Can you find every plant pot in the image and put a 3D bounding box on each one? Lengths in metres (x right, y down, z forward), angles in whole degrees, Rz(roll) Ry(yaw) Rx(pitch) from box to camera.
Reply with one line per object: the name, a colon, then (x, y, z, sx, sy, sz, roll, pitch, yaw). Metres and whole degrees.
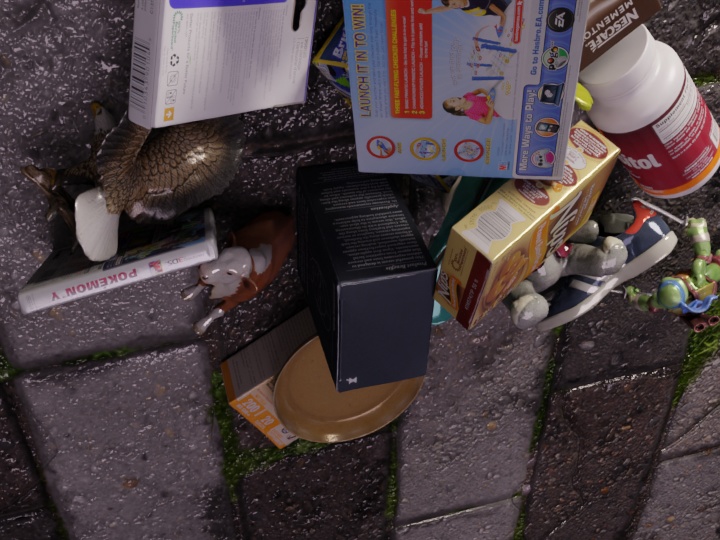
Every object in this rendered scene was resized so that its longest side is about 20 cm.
plant pot: (-0.014, 0.131, 1.089, 0.195, 0.028, 0.203, -12, 130, -14)

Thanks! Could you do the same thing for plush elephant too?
plush elephant: (0.185, -0.056, 1.032, 0.162, 0.200, 0.158, -27, 111, -11)

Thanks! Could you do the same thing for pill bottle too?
pill bottle: (0.320, -0.179, 0.997, 0.112, 0.114, 0.199, -39, 130, 14)

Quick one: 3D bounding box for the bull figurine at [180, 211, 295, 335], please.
bull figurine: (-0.128, -0.003, 0.941, 0.121, 0.200, 0.066, -36, 95, 25)

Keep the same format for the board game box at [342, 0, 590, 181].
board game box: (0.088, -0.171, 0.768, 0.191, 0.057, 0.202, 4, 141, 7)

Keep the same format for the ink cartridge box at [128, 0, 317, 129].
ink cartridge box: (-0.112, -0.236, 0.784, 0.198, 0.043, 0.202, -22, 129, -49)

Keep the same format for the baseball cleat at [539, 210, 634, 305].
baseball cleat: (0.275, -0.008, 1.164, 0.196, 0.071, 0.107, -19, 141, 8)

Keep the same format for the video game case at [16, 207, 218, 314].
video game case: (-0.230, -0.015, 0.881, 0.178, 0.200, 0.024, -16, 104, -6)

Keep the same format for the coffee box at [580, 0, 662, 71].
coffee box: (0.199, -0.309, 0.866, 0.113, 0.080, 0.200, -36, 131, 12)

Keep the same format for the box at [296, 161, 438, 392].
box: (0.000, 0.000, 0.968, 0.104, 0.202, 0.151, -8, 132, -13)

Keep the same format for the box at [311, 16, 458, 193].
box: (0.041, -0.171, 0.918, 0.071, 0.064, 0.200, -55, 132, -10)

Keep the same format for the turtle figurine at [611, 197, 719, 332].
turtle figurine: (0.420, -0.010, 1.202, 0.191, 0.198, 0.147, 2, 108, -46)

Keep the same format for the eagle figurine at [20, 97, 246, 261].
eagle figurine: (-0.211, -0.115, 0.839, 0.197, 0.152, 0.153, -31, 96, 1)

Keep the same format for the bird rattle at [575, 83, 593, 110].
bird rattle: (0.137, -0.205, 0.873, 0.113, 0.163, 0.200, -46, 131, -6)

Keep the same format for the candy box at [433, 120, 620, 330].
candy box: (0.160, -0.045, 0.868, 0.199, 0.055, 0.116, -38, 157, -26)

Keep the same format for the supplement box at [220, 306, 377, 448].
supplement box: (-0.061, 0.124, 1.134, 0.198, 0.074, 0.126, -33, 132, 8)

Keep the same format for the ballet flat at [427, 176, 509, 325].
ballet flat: (0.111, -0.038, 0.973, 0.066, 0.071, 0.203, 17, 110, -26)

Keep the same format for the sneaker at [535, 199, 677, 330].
sneaker: (0.280, -0.008, 1.084, 0.199, 0.085, 0.075, -39, 172, 19)
